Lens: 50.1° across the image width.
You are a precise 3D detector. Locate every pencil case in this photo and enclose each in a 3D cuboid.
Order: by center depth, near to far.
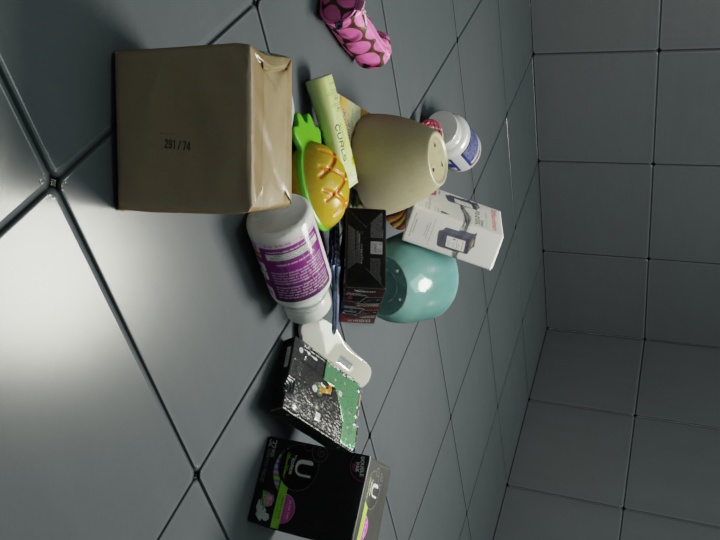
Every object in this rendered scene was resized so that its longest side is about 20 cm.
[{"bbox_3d":[-0.003,-0.452,1.444,0.199,0.092,0.093,25,71,-67],"label":"pencil case"}]

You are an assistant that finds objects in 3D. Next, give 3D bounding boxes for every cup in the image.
[{"bbox_3d":[0.089,-0.212,1.509,0.199,0.140,0.206,5,84,-61],"label":"cup"}]

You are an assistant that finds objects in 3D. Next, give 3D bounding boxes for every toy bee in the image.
[{"bbox_3d":[0.085,-0.201,1.726,0.131,0.107,0.204,179,-70,-83],"label":"toy bee"}]

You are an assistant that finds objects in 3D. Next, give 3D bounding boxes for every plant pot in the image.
[{"bbox_3d":[0.087,0.019,1.637,0.160,0.197,0.206,-13,107,-56],"label":"plant pot"}]

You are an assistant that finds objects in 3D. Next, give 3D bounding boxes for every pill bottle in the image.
[{"bbox_3d":[-0.109,-0.013,1.255,0.113,0.110,0.203,-62,147,-43],"label":"pill bottle"},{"bbox_3d":[0.237,-0.340,2.005,0.199,0.117,0.123,22,75,-67],"label":"pill bottle"}]

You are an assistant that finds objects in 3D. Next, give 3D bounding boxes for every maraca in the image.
[{"bbox_3d":[-0.078,-0.167,1.312,0.137,0.105,0.205,-28,106,-72],"label":"maraca"}]

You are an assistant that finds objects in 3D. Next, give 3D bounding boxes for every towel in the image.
[{"bbox_3d":[-0.050,-0.003,1.400,0.202,0.023,0.148,-94,-175,-56],"label":"towel"}]

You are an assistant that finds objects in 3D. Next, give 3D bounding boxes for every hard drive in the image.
[{"bbox_3d":[-0.074,0.227,1.370,0.199,0.037,0.142,40,44,-37],"label":"hard drive"}]

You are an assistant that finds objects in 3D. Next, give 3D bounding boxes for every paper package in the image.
[{"bbox_3d":[-0.189,-0.166,0.924,0.103,0.196,0.196,-18,110,-65],"label":"paper package"}]

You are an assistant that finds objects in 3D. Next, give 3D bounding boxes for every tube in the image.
[{"bbox_3d":[-0.045,-0.245,1.378,0.057,0.052,0.204,-22,105,-23],"label":"tube"}]

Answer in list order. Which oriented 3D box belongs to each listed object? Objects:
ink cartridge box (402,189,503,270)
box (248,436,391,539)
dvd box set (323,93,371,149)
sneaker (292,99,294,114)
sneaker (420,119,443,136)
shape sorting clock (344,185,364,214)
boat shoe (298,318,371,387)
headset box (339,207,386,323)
[{"bbox_3d":[0.195,-0.095,1.621,0.146,0.196,0.086,-75,-176,-63],"label":"ink cartridge box"},{"bbox_3d":[-0.066,0.385,1.323,0.124,0.196,0.152,49,51,-59],"label":"box"},{"bbox_3d":[-0.010,-0.246,1.507,0.199,0.029,0.150,14,76,-60],"label":"dvd box set"},{"bbox_3d":[-0.144,-0.213,1.180,0.071,0.071,0.205,-38,130,-64],"label":"sneaker"},{"bbox_3d":[0.160,-0.271,1.902,0.075,0.079,0.205,-55,153,-74],"label":"sneaker"},{"bbox_3d":[0.015,-0.146,1.616,0.199,0.038,0.205,5,90,-68],"label":"shape sorting clock"},{"bbox_3d":[-0.056,0.148,1.462,0.199,0.068,0.073,39,79,-35],"label":"boat shoe"},{"bbox_3d":[0.000,0.000,1.396,0.201,0.073,0.152,104,-12,-67],"label":"headset box"}]
